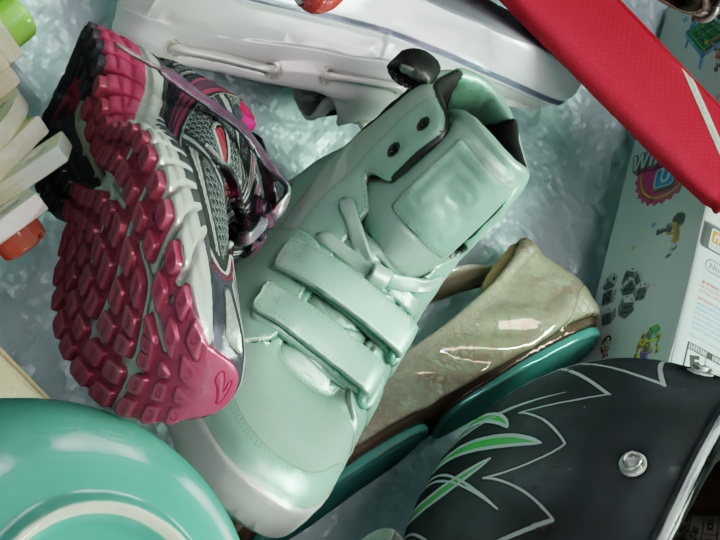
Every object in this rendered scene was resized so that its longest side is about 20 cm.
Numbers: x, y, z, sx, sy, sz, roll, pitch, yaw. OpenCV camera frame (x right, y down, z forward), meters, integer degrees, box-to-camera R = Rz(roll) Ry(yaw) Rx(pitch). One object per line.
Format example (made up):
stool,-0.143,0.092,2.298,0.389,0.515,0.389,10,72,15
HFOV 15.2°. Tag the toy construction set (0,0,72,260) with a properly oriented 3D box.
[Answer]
toy construction set,-0.153,-0.100,0.925,0.092,0.131,0.200,-27,100,-30

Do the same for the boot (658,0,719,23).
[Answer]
boot,0.150,-0.178,1.143,0.200,0.069,0.174,21,58,-19

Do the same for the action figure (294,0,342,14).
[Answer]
action figure,-0.063,-0.177,1.003,0.065,0.052,0.200,-22,71,-41

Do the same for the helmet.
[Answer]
helmet,0.105,0.128,1.019,0.191,0.200,0.200,37,67,-10

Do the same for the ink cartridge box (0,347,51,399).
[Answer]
ink cartridge box,-0.162,0.112,0.935,0.200,0.075,0.165,48,62,-19

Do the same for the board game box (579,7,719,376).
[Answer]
board game box,0.183,-0.003,1.157,0.147,0.064,0.200,29,64,-27

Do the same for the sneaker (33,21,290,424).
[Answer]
sneaker,-0.059,-0.019,0.909,0.075,0.200,0.081,17,119,-20

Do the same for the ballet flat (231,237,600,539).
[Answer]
ballet flat,0.010,0.046,1.070,0.200,0.067,0.062,-28,75,-35

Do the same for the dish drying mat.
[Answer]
dish drying mat,0.085,-0.104,1.081,0.200,0.018,0.077,48,28,7

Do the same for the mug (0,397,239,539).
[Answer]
mug,-0.097,0.110,0.865,0.185,0.114,0.152,-26,100,-32

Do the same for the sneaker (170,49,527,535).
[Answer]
sneaker,0.000,0.000,0.967,0.074,0.118,0.201,38,36,-15

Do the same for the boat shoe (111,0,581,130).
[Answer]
boat shoe,-0.005,-0.089,1.065,0.200,0.074,0.065,16,108,-24

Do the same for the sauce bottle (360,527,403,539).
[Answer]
sauce bottle,0.054,0.177,0.916,0.065,0.065,0.200,-42,97,-28
